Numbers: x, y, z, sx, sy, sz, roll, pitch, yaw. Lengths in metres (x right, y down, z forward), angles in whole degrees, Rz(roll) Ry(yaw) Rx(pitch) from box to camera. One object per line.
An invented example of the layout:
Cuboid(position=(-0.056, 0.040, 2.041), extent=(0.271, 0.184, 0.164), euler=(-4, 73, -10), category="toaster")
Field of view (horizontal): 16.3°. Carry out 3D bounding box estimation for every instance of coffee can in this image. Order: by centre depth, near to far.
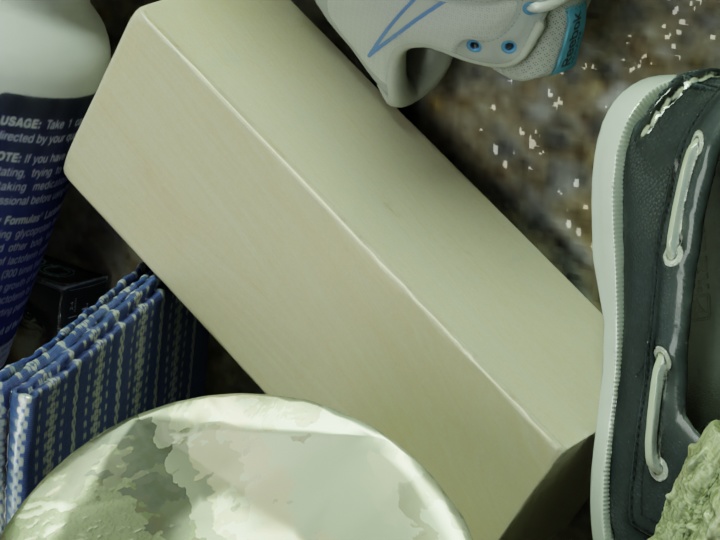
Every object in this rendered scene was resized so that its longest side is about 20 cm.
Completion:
Cuboid(position=(-0.025, 0.144, 0.755), extent=(0.146, 0.146, 0.200), euler=(39, 163, 23), category="coffee can")

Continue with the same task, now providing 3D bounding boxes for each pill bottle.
Cuboid(position=(-0.152, -0.051, 0.860), extent=(0.115, 0.115, 0.201), euler=(32, 110, 27), category="pill bottle")

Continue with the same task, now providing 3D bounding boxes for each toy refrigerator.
Cuboid(position=(0.000, 0.000, 0.813), extent=(0.200, 0.070, 0.076), euler=(45, 131, 18), category="toy refrigerator")

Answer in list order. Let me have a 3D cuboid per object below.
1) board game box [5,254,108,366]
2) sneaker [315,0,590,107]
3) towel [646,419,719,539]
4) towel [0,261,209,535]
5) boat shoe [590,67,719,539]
Cuboid(position=(-0.188, 0.039, 0.984), extent=(0.199, 0.028, 0.136), euler=(19, 110, 31), category="board game box")
Cuboid(position=(0.056, -0.107, 0.750), extent=(0.200, 0.075, 0.087), euler=(-27, 90, 52), category="sneaker")
Cuboid(position=(0.131, 0.140, 0.724), extent=(0.147, 0.037, 0.201), euler=(20, 114, -9), category="towel")
Cuboid(position=(-0.088, 0.076, 0.823), extent=(0.024, 0.200, 0.146), euler=(8, 106, 11), category="towel")
Cuboid(position=(0.108, 0.043, 0.732), extent=(0.060, 0.075, 0.202), euler=(8, 111, 65), category="boat shoe")
